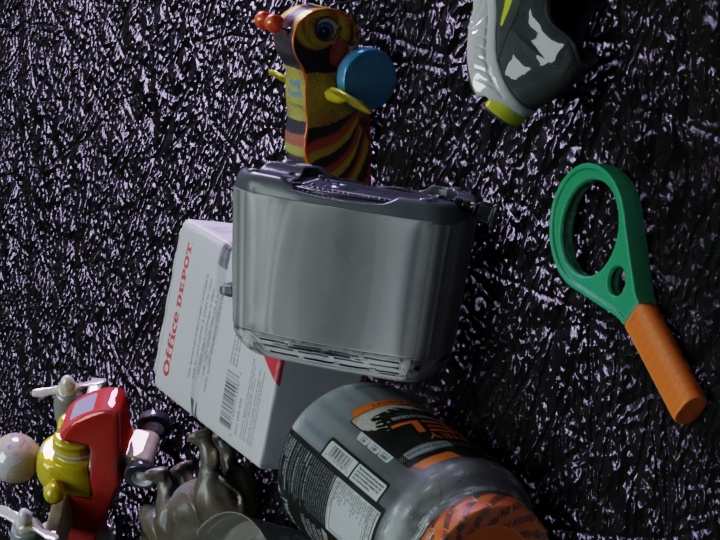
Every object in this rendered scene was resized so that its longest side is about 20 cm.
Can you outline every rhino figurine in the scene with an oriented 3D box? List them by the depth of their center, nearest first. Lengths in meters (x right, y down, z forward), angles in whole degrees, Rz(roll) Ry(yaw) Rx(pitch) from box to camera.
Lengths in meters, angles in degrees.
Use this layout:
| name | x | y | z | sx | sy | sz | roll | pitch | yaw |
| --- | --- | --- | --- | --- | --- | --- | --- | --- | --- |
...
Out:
| name | x | y | z | sx | sy | sz | roll | pitch | yaw |
| --- | --- | --- | --- | --- | --- | --- | --- | --- | --- |
| rhino figurine | -0.145 | 0.202 | 1.875 | 0.200 | 0.060 | 0.088 | -43 | 66 | 52 |

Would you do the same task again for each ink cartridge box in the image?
| name | x | y | z | sx | sy | sz | roll | pitch | yaw |
| --- | --- | --- | --- | --- | --- | --- | --- | --- | --- |
| ink cartridge box | -0.076 | 0.055 | 1.759 | 0.200 | 0.083 | 0.145 | 29 | 111 | 56 |

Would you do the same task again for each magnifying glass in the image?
| name | x | y | z | sx | sy | sz | roll | pitch | yaw |
| --- | --- | --- | --- | --- | --- | --- | --- | --- | --- |
| magnifying glass | 0.169 | 0.013 | 1.414 | 0.080 | 0.022 | 0.200 | -59 | 37 | 36 |

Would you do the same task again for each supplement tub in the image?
| name | x | y | z | sx | sy | sz | roll | pitch | yaw |
| --- | --- | --- | --- | --- | --- | --- | --- | --- | --- |
| supplement tub | 0.036 | 0.162 | 1.513 | 0.200 | 0.122 | 0.123 | 34 | 115 | 56 |

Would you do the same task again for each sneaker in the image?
| name | x | y | z | sx | sy | sz | roll | pitch | yaw |
| --- | --- | --- | --- | --- | --- | --- | --- | --- | --- |
| sneaker | 0.117 | -0.192 | 1.499 | 0.084 | 0.074 | 0.201 | -20 | 61 | 31 |

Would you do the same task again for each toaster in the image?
| name | x | y | z | sx | sy | sz | roll | pitch | yaw |
| --- | --- | --- | --- | --- | --- | --- | --- | --- | --- |
| toaster | 0.000 | 0.000 | 1.575 | 0.114 | 0.199 | 0.130 | -28 | -54 | -73 |

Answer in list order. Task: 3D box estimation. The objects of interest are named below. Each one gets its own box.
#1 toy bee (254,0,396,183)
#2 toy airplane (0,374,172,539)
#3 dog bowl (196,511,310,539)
| name | x | y | z | sx | sy | sz | roll | pitch | yaw |
| --- | --- | --- | --- | --- | --- | --- | --- | --- | --- |
| toy bee | -0.035 | -0.157 | 1.700 | 0.131 | 0.108 | 0.201 | -19 | 69 | 59 |
| toy airplane | -0.263 | 0.189 | 1.998 | 0.200 | 0.141 | 0.200 | -173 | 103 | -80 |
| dog bowl | -0.082 | 0.289 | 1.758 | 0.200 | 0.058 | 0.201 | -13 | 75 | 58 |
